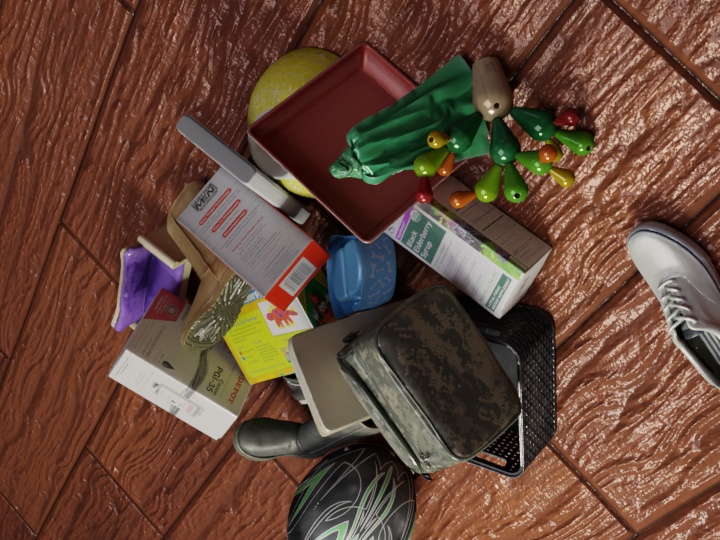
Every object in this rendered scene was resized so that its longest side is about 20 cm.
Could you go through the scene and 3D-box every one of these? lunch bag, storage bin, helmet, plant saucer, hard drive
[{"bbox_3d":[0.071,0.141,1.202,0.200,0.139,0.168,54,151,0],"label":"lunch bag"},{"bbox_3d":[0.167,0.144,1.278,0.135,0.094,0.201,14,124,34],"label":"storage bin"},{"bbox_3d":[-0.011,0.361,1.492,0.200,0.200,0.191,50,144,5],"label":"helmet"},{"bbox_3d":[0.004,-0.146,1.177,0.200,0.200,0.037,43,156,13],"label":"plant saucer"},{"bbox_3d":[-0.150,-0.130,1.329,0.132,0.200,0.027,39,91,20],"label":"hard drive"}]

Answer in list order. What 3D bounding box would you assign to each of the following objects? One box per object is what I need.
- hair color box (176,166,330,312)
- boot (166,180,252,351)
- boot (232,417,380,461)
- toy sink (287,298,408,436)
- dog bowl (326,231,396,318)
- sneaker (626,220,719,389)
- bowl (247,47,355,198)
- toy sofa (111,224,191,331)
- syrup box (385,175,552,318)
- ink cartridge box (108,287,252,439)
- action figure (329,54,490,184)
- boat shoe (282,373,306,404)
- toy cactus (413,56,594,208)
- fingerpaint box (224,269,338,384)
[{"bbox_3d":[-0.145,-0.044,1.349,0.200,0.102,0.061,39,178,32],"label":"hair color box"},{"bbox_3d":[-0.235,-0.006,1.475,0.175,0.066,0.200,-51,50,15],"label":"boot"},{"bbox_3d":[-0.070,0.234,1.497,0.200,0.181,0.073,-26,65,53],"label":"boot"},{"bbox_3d":[-0.014,0.135,1.325,0.112,0.199,0.131,-34,76,53],"label":"toy sink"},{"bbox_3d":[0.000,0.000,1.303,0.200,0.049,0.112,146,120,-73],"label":"dog bowl"},{"bbox_3d":[0.351,0.037,1.071,0.200,0.071,0.073,51,136,3],"label":"sneaker"},{"bbox_3d":[-0.079,-0.172,1.286,0.200,0.108,0.201,21,127,30],"label":"bowl"},{"bbox_3d":[-0.333,0.034,1.636,0.083,0.098,0.200,36,132,19],"label":"toy sofa"},{"bbox_3d":[0.120,-0.043,1.213,0.200,0.081,0.079,37,131,16],"label":"syrup box"},{"bbox_3d":[-0.264,0.144,1.563,0.200,0.147,0.083,33,132,-11],"label":"ink cartridge box"},{"bbox_3d":[0.049,-0.149,1.123,0.055,0.200,0.119,-2,114,61],"label":"action figure"},{"bbox_3d":[-0.048,0.150,1.480,0.057,0.067,0.200,48,141,-14],"label":"boat shoe"},{"bbox_3d":[0.147,-0.153,1.091,0.199,0.102,0.166,-13,73,9],"label":"toy cactus"},{"bbox_3d":[-0.122,0.066,1.491,0.200,0.073,0.167,-21,101,45],"label":"fingerpaint box"}]
